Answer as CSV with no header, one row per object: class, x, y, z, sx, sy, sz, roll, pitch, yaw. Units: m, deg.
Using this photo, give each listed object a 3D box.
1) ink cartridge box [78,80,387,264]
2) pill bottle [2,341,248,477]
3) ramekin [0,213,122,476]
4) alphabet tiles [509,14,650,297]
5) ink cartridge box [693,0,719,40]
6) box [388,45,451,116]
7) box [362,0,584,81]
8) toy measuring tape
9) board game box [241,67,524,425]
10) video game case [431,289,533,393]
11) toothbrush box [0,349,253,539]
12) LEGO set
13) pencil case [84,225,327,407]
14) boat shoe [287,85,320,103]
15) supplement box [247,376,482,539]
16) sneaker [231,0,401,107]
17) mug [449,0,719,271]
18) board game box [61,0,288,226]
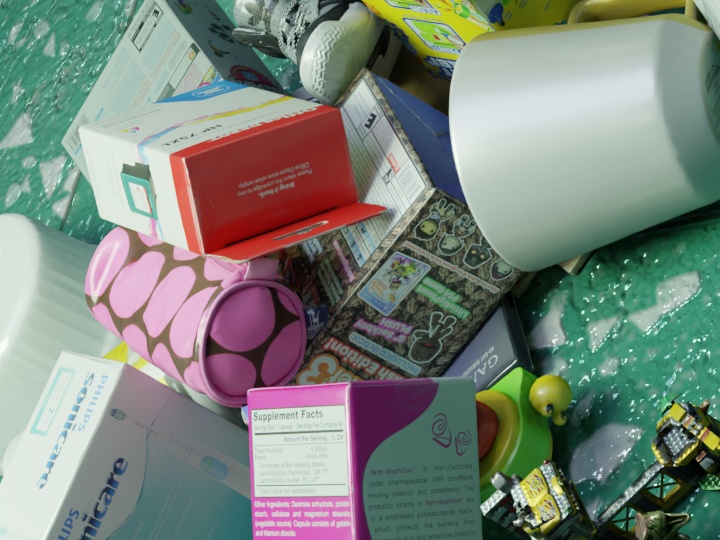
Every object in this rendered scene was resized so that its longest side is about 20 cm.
ink cartridge box,-0.082,-0.064,1.617,0.116,0.068,0.200,-20,19,-26
pill bottle,-0.153,0.110,1.796,0.200,0.114,0.115,-35,40,30
ramekin,-0.277,0.052,2.011,0.200,0.098,0.201,-31,42,33
alphabet tiles,0.137,-0.083,1.677,0.200,0.008,0.167,-55,34,4
ink cartridge box,0.285,-0.210,1.525,0.199,0.043,0.198,-20,40,-2
box,0.093,-0.170,1.780,0.200,0.021,0.164,-28,42,40
box,0.085,-0.253,1.658,0.122,0.193,0.200,13,67,47
toy measuring tape,0.055,0.133,1.557,0.200,0.073,0.074,-40,38,24
board game box,0.000,0.000,1.663,0.200,0.097,0.160,-51,34,18
video game case,0.042,0.035,1.685,0.143,0.019,0.200,-44,37,26
toothbrush box,-0.129,0.161,1.648,0.085,0.200,0.147,7,70,53
LEGO set,0.151,0.152,1.376,0.154,0.116,0.200,-40,38,24
pencil case,-0.106,0.019,1.629,0.200,0.090,0.094,23,117,57
boat shoe,-0.063,-0.075,1.872,0.200,0.072,0.068,-25,44,29
supplement box,0.005,0.165,1.498,0.103,0.101,0.201,-5,86,49
sneaker,-0.040,-0.164,1.753,0.200,0.113,0.076,-35,-34,-74
mug,0.154,-0.105,1.547,0.153,0.149,0.187,-13,72,31
board game box,-0.118,-0.086,1.838,0.148,0.064,0.200,-56,49,24
